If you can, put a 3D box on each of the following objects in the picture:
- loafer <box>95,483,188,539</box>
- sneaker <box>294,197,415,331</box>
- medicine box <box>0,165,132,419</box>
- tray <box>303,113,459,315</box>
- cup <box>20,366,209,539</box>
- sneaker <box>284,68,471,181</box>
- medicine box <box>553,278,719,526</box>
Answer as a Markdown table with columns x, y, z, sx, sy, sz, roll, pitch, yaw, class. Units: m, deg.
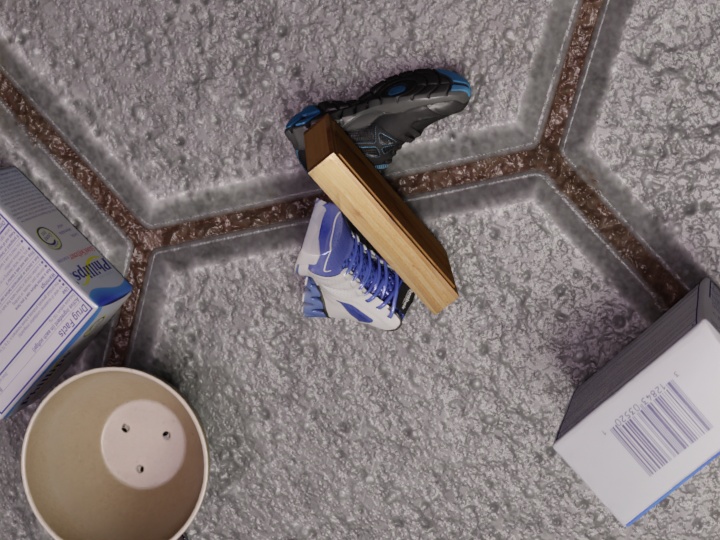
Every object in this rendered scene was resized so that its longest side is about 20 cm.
| x | y | z | sx | sy | sz | roll | pitch | yaw | class |
| --- | --- | --- | --- | --- | --- | --- | --- | --- | --- |
| -0.284 | 0.276 | 1.576 | 0.199 | 0.063 | 0.072 | 39 | 107 | 4 | loafer |
| 0.000 | 0.000 | 1.395 | 0.113 | 0.200 | 0.082 | 14 | 68 | 8 | sneaker |
| -0.388 | 0.023 | 1.528 | 0.200 | 0.103 | 0.182 | 45 | 108 | 1 | medicine box |
| 0.021 | -0.056 | 1.374 | 0.037 | 0.099 | 0.200 | -37 | 114 | 14 | tray |
| -0.248 | 0.197 | 1.499 | 0.197 | 0.143 | 0.204 | 0 | 93 | 4 | cup |
| 0.025 | -0.146 | 1.417 | 0.197 | 0.073 | 0.083 | -14 | 115 | 21 | sneaker |
| 0.291 | 0.120 | 1.319 | 0.182 | 0.200 | 0.103 | -43 | 87 | 18 | medicine box |
